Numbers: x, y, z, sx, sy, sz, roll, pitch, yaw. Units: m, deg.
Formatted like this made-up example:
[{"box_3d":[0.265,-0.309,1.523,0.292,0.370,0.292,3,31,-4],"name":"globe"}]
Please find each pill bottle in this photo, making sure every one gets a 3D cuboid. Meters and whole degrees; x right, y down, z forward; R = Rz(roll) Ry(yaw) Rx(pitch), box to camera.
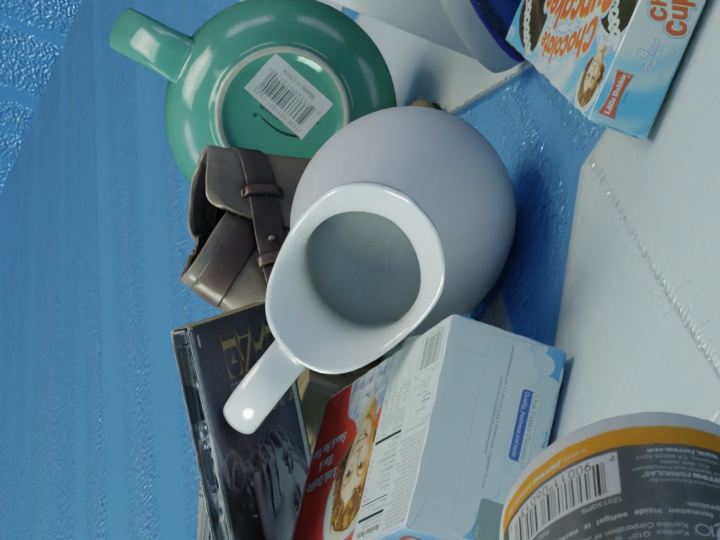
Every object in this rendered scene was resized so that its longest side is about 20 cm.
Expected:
[{"box_3d":[0.110,0.154,1.003,0.201,0.116,0.117,-91,25,-52],"name":"pill bottle"}]

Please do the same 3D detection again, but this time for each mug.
[{"box_3d":[-0.067,-0.102,1.817,0.114,0.184,0.153,-119,23,-84],"name":"mug"}]

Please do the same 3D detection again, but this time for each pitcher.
[{"box_3d":[0.000,0.000,1.503,0.172,0.121,0.200,-48,1,21],"name":"pitcher"}]

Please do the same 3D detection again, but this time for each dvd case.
[{"box_3d":[-0.058,0.096,1.546,0.200,0.016,0.150,-18,-83,-78],"name":"dvd case"}]

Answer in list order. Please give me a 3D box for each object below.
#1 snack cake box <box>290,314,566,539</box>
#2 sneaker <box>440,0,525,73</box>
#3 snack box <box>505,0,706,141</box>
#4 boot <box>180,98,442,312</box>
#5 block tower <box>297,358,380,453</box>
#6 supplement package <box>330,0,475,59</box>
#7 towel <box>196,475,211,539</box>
[{"box_3d":[0.029,0.108,1.452,0.200,0.067,0.116,143,142,-65],"name":"snack cake box"},{"box_3d":[0.106,-0.222,1.589,0.081,0.146,0.201,-51,-56,-65],"name":"sneaker"},{"box_3d":[0.133,-0.148,1.467,0.200,0.037,0.117,-121,52,-71],"name":"snack box"},{"box_3d":[-0.031,-0.045,1.711,0.070,0.145,0.201,126,159,-51],"name":"boot"},{"box_3d":[-0.024,0.052,1.742,0.200,0.054,0.058,-95,30,-60],"name":"block tower"},{"box_3d":[0.045,-0.260,1.698,0.111,0.155,0.201,-90,24,-58],"name":"supplement package"},{"box_3d":[-0.083,0.142,1.754,0.193,0.034,0.201,156,120,-82],"name":"towel"}]
